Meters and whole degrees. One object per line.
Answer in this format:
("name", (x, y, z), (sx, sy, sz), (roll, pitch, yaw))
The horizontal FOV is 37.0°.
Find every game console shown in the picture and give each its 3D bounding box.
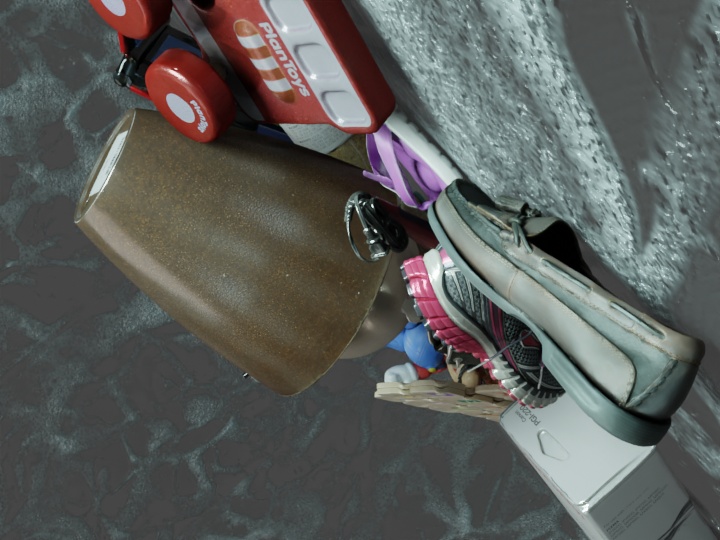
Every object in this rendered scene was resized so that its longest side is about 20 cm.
("game console", (-0.139, -0.215, 0.897), (0.171, 0.120, 0.200), (25, -160, -11))

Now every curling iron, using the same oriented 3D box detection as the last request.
("curling iron", (0.056, -0.012, 0.790), (0.199, 0.025, 0.050), (21, -120, -47))

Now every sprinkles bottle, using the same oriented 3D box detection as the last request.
("sprinkles bottle", (-0.049, -0.151, 0.882), (0.200, 0.068, 0.068), (51, 178, -27))

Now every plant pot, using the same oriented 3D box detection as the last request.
("plant pot", (-0.104, -0.033, 0.808), (0.199, 0.188, 0.187), (29, -173, -23))

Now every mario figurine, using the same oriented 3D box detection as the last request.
("mario figurine", (0.083, 0.085, 1.131), (0.198, 0.107, 0.124), (21, 161, 7))

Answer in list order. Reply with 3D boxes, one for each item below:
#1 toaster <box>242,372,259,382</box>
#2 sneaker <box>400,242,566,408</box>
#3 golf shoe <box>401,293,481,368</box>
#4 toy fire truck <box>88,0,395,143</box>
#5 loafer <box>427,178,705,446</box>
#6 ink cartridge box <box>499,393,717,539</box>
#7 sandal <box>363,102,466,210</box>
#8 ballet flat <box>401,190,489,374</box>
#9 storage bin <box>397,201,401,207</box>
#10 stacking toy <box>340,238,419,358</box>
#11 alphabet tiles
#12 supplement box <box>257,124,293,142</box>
("toaster", (-0.147, -0.001, 1.210), (0.181, 0.118, 0.200), (53, 179, -36))
("sneaker", (0.112, 0.036, 0.762), (0.199, 0.074, 0.081), (34, -150, -48))
("golf shoe", (0.104, 0.052, 0.946), (0.200, 0.088, 0.077), (50, 176, -40))
("toy fire truck", (-0.075, -0.175, 0.686), (0.167, 0.112, 0.201), (8, 138, 46))
("loafer", (0.109, 0.004, 0.579), (0.071, 0.063, 0.200), (9, -148, -41))
("ink cartridge box", (0.223, 0.195, 0.939), (0.200, 0.085, 0.146), (49, 179, -33))
("sandal", (0.019, -0.087, 0.788), (0.203, 0.050, 0.082), (50, 178, 13))
("ballet flat", (0.087, 0.018, 1.018), (0.201, 0.062, 0.067), (51, 179, -14))
("storage bin", (-0.039, -0.070, 1.201), (0.146, 0.134, 0.200), (49, 178, 34))
("stacking toy", (0.000, 0.000, 1.026), (0.146, 0.146, 0.200), (49, -169, 6))
("alphabet tiles", (0.115, 0.133, 1.076), (0.198, 0.015, 0.194), (17, 162, -38))
("supplement box", (-0.119, -0.122, 1.039), (0.108, 0.110, 0.200), (17, -159, -27))
